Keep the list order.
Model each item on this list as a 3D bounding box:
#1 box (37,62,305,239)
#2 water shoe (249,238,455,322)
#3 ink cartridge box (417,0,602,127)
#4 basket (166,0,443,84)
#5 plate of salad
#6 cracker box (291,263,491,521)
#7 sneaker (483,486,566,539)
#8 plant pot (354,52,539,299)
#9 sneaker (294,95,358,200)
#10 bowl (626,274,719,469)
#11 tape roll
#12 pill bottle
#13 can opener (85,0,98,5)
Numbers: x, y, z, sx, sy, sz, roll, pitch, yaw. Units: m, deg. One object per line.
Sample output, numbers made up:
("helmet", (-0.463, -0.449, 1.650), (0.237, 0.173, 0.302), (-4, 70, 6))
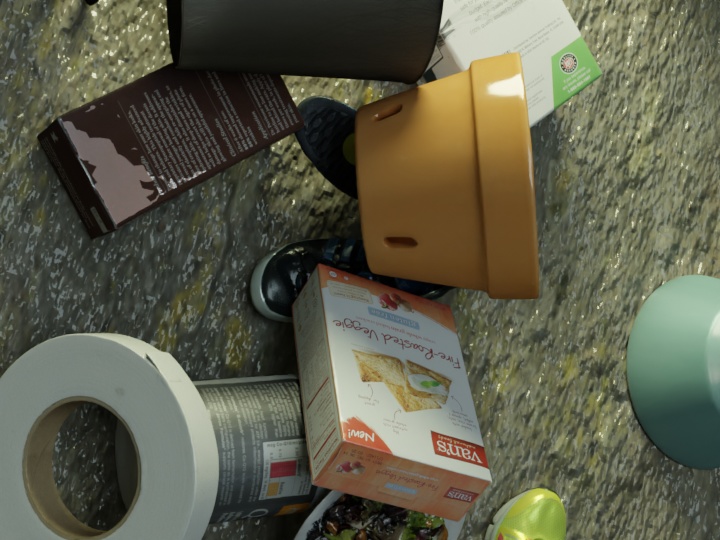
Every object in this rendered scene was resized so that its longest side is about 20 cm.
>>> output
("box", (-0.156, -0.116, 1.152), (0.199, 0.075, 0.101), (-31, 98, -29))
("water shoe", (0.000, 0.000, 1.213), (0.198, 0.079, 0.072), (-8, 86, -28))
("ink cartridge box", (0.115, -0.229, 1.301), (0.146, 0.084, 0.201), (-35, 99, -27))
("basket", (-0.051, -0.219, 1.099), (0.198, 0.180, 0.138), (-3, 77, -13))
("plate of salad", (0.019, 0.238, 1.157), (0.199, 0.048, 0.202), (-22, 132, -27))
("cracker box", (0.021, 0.096, 1.115), (0.133, 0.058, 0.201), (18, 37, -24))
("sneaker", (0.149, 0.292, 1.246), (0.078, 0.090, 0.201), (31, 69, -19))
("plant pot", (0.071, -0.073, 1.136), (0.138, 0.200, 0.203), (-4, 84, 6))
("sneaker", (0.019, -0.092, 1.249), (0.199, 0.079, 0.066), (32, 100, -17))
("bowl", (0.377, 0.099, 1.385), (0.199, 0.105, 0.203), (4, 82, -26))
("tape roll", (-0.200, 0.147, 1.033), (0.037, 0.201, 0.205), (6, 78, -67))
("pill bottle", (-0.091, 0.144, 1.124), (0.198, 0.116, 0.118), (-1, 84, -28))
("can opener", (-0.197, -0.262, 1.078), (0.063, 0.199, 0.079), (24, 65, -27))
